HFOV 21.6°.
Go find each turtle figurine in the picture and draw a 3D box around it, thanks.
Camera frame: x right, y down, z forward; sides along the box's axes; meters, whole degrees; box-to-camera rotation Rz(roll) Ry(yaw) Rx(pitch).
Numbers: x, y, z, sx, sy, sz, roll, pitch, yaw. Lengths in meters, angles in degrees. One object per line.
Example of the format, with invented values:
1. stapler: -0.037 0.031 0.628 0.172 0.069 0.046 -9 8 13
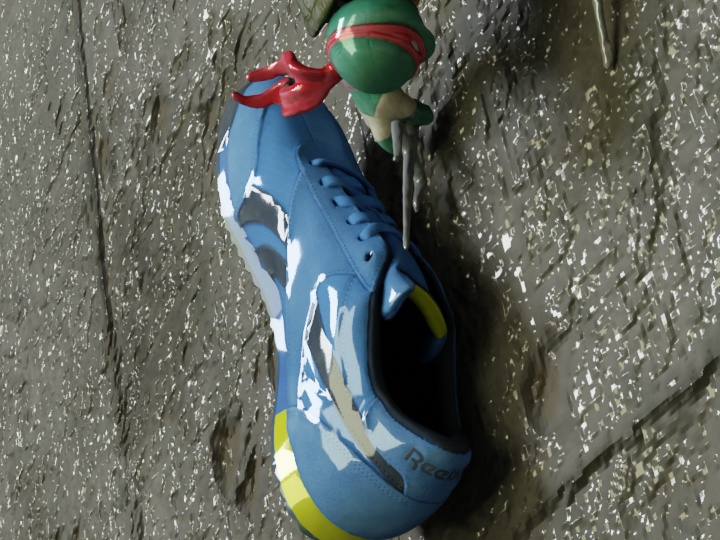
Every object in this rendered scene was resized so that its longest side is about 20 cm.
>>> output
1. turtle figurine: 0.019 -0.119 0.658 0.150 0.100 0.201 -38 43 45

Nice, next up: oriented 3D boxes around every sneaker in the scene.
1. sneaker: 0.000 0.000 0.684 0.078 0.066 0.201 -42 48 38
